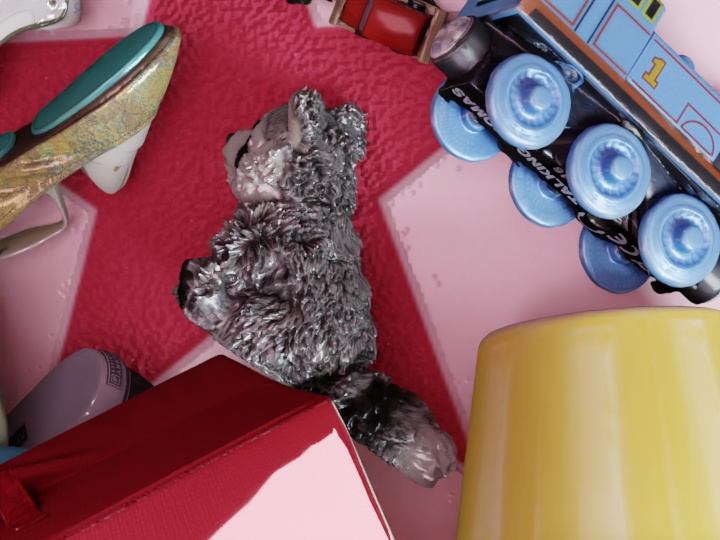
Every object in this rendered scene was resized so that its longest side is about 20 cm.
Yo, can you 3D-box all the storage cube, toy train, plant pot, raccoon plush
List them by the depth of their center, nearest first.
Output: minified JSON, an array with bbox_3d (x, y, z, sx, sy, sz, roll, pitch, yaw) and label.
[{"bbox_3d":[-0.085,0.161,1.236,0.179,0.171,0.201,-26,103,-16],"label":"storage cube"},{"bbox_3d":[0.130,0.121,1.281,0.200,0.201,0.190,-6,79,12],"label":"plant pot"},{"bbox_3d":[0.124,-0.073,1.288,0.200,0.087,0.114,40,71,-18],"label":"toy train"},{"bbox_3d":[0.000,0.000,1.340,0.200,0.097,0.134,35,96,6],"label":"raccoon plush"},{"bbox_3d":[0.018,-0.130,1.345,0.199,0.046,0.034,25,100,8],"label":"toy train"}]

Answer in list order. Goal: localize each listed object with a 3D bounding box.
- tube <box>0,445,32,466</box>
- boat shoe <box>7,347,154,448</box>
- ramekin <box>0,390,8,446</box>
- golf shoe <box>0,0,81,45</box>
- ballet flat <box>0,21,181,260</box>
[{"bbox_3d":[-0.112,0.126,1.336,0.199,0.050,0.078,10,112,-17],"label":"tube"},{"bbox_3d":[-0.183,0.119,1.402,0.200,0.069,0.057,-39,131,24],"label":"boat shoe"},{"bbox_3d":[-0.281,0.051,1.355,0.199,0.098,0.201,-2,134,-2],"label":"ramekin"},{"bbox_3d":[-0.173,-0.178,1.380,0.097,0.078,0.200,40,105,-16],"label":"golf shoe"},{"bbox_3d":[-0.163,-0.056,1.386,0.200,0.071,0.071,-33,88,12],"label":"ballet flat"}]
